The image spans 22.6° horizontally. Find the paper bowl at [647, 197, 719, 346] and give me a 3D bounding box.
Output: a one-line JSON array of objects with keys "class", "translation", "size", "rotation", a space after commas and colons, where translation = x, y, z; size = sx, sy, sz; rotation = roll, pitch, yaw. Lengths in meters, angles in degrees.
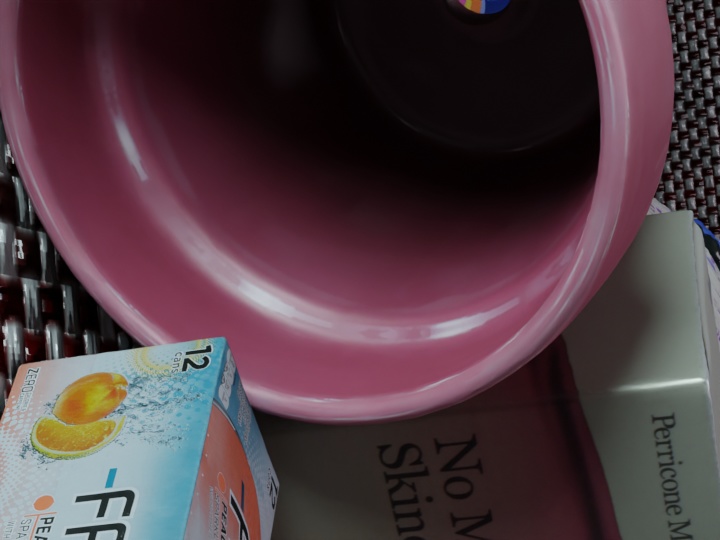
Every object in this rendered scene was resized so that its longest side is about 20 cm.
[{"class": "paper bowl", "translation": [0.061, 0.029, 0.772], "size": [0.104, 0.201, 0.201], "rotation": [-69, 151, -44]}]

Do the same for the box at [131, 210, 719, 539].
[{"class": "box", "translation": [0.028, 0.070, 0.627], "size": [0.109, 0.200, 0.128], "rotation": [-77, 156, -58]}]

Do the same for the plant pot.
[{"class": "plant pot", "translation": [0.015, -0.075, 0.576], "size": [0.179, 0.200, 0.200], "rotation": [-37, 121, -59]}]

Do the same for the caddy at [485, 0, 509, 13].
[{"class": "caddy", "translation": [0.133, -0.217, 1.386], "size": [0.200, 0.141, 0.105], "rotation": [-83, 165, -49]}]

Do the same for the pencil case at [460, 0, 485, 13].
[{"class": "pencil case", "translation": [0.017, -0.145, 0.960], "size": [0.200, 0.088, 0.088], "rotation": [-18, 100, -74]}]

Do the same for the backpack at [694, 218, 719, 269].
[{"class": "backpack", "translation": [0.174, 0.036, 1.300], "size": [0.168, 0.200, 0.163], "rotation": [19, 64, -76]}]

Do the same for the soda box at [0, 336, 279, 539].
[{"class": "soda box", "translation": [-0.070, 0.106, 0.468], "size": [0.200, 0.068, 0.064], "rotation": [-82, 161, -51]}]
